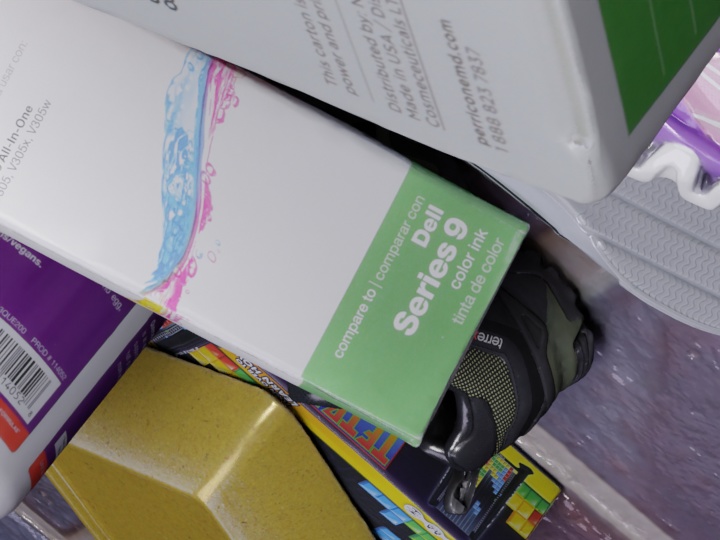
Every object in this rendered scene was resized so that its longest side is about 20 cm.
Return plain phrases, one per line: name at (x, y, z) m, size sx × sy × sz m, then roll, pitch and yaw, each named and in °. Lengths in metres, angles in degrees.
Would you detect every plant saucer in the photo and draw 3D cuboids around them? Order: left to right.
plant saucer at (-0.079, 0.111, 1.294) m, size 0.200 × 0.048 × 0.200 m, roll 17°, pitch 150°, yaw 41°

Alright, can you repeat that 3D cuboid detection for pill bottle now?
pill bottle at (-0.127, -0.006, 1.088) m, size 0.112 × 0.200 × 0.112 m, roll 31°, pitch 156°, yaw 16°

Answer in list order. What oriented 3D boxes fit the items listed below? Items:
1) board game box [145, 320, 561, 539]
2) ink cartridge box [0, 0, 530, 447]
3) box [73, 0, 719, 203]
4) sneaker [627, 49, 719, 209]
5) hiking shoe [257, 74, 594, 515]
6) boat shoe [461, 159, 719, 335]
board game box at (-0.028, 0.066, 1.266) m, size 0.200 × 0.057 × 0.165 m, roll 42°, pitch 156°, yaw -9°
ink cartridge box at (-0.058, -0.030, 0.934) m, size 0.200 × 0.088 × 0.145 m, roll 26°, pitch -178°, yaw -8°
box at (0.006, -0.161, 0.647) m, size 0.200 × 0.171 × 0.199 m, roll 23°, pitch 153°, yaw 29°
sneaker at (0.147, -0.045, 0.797) m, size 0.200 × 0.081 × 0.089 m, roll 30°, pitch 133°, yaw 6°
hiking shoe at (0.000, 0.000, 1.044) m, size 0.200 × 0.101 × 0.076 m, roll 44°, pitch 155°, yaw -15°
boat shoe at (0.074, -0.049, 0.899) m, size 0.200 × 0.072 × 0.071 m, roll 33°, pitch -168°, yaw -17°
